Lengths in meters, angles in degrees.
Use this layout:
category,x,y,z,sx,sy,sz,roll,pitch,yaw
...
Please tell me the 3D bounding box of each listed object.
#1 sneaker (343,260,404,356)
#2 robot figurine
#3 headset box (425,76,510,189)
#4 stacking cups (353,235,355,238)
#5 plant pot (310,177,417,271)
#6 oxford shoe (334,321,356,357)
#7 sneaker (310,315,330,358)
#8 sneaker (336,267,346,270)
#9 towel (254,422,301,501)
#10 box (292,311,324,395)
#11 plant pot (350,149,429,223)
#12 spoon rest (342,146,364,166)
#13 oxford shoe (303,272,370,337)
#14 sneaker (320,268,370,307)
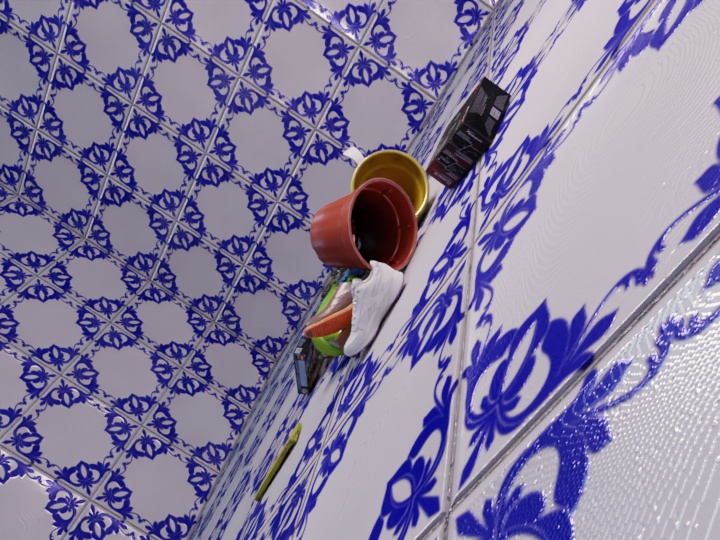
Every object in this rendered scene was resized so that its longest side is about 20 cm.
category,x,y,z,sx,sy,sz,roll,pitch,yaw
sneaker,0.008,0.076,1.350,0.204,0.098,0.075,-61,8,0
robot figurine,-0.046,0.114,1.558,0.203,0.114,0.176,-58,4,17
headset box,0.223,-0.284,1.403,0.151,0.076,0.200,-63,7,-31
stacking cups,0.000,0.000,1.730,0.061,0.059,0.205,129,152,-51
plant pot,-0.005,-0.089,1.487,0.193,0.200,0.204,-6,48,52
oxford shoe,0.008,0.086,1.458,0.203,0.070,0.071,-60,4,-20
sneaker,-0.102,0.176,1.798,0.068,0.106,0.201,-59,5,-21
sneaker,-0.014,-0.014,1.819,0.202,0.138,0.078,-57,5,28
towel,-0.202,0.473,1.627,0.203,0.018,0.086,-59,0,16
box,-0.140,0.232,1.875,0.202,0.036,0.140,-67,-23,-55
plant pot,0.073,-0.172,1.683,0.204,0.197,0.190,-60,-10,-15
spoon rest,0.002,-0.223,1.743,0.099,0.060,0.204,-39,-45,-28
oxford shoe,-0.043,0.075,1.408,0.196,0.074,0.072,-28,-27,-16
sneaker,-0.045,0.025,1.642,0.199,0.069,0.085,-43,45,44
